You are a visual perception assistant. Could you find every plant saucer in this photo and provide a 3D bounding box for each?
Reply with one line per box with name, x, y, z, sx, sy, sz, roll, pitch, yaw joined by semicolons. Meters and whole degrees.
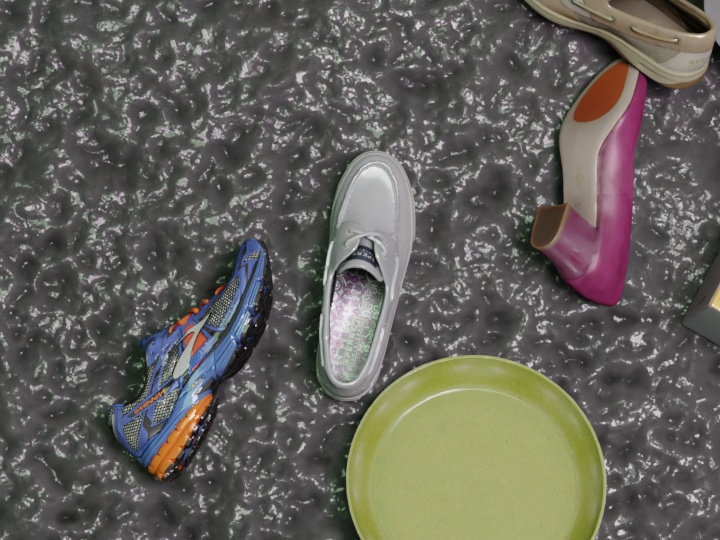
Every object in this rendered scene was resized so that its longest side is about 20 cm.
plant saucer;0.088;0.164;1.300;0.199;0.031;0.201;0;68;1

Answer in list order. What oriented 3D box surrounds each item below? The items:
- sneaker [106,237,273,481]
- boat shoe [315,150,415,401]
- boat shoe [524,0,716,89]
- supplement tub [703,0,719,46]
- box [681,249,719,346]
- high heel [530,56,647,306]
sneaker;-0.130;0.060;1.307;0.078;0.075;0.201;28;79;6
boat shoe;0.000;0.000;1.322;0.072;0.069;0.201;15;80;1
boat shoe;0.198;-0.224;1.350;0.200;0.065;0.072;38;61;18
supplement tub;0.374;-0.250;1.322;0.144;0.145;0.200;40;68;5
box;0.360;-0.019;1.324;0.124;0.098;0.201;30;80;3
high heel;0.202;-0.074;1.363;0.096;0.067;0.201;39;69;-33
